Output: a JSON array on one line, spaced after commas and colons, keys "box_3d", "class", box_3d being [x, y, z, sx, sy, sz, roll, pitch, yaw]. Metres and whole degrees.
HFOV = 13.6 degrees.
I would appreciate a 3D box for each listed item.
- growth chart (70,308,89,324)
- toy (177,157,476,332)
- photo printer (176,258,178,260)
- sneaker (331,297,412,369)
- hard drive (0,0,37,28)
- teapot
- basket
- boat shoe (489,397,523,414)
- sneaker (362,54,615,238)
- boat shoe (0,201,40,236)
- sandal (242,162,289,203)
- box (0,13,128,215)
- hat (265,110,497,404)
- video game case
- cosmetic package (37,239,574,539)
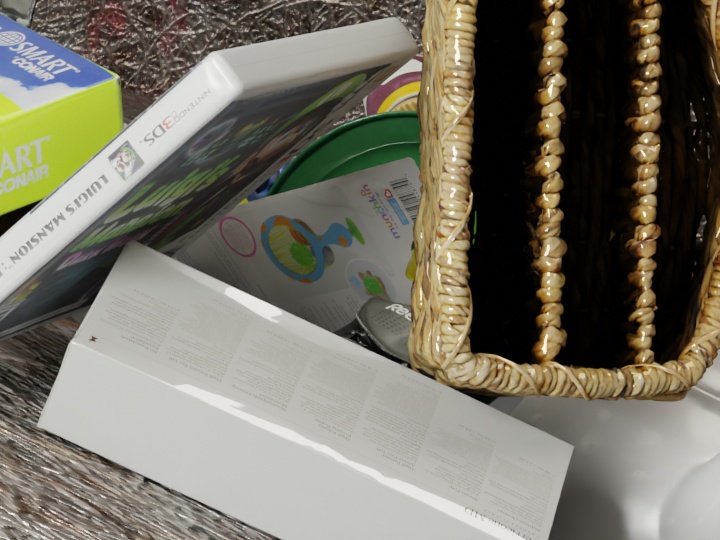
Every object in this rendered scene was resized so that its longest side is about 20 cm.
[{"box_3d": [-0.080, 0.034, 1.406, 0.145, 0.018, 0.200, 42, 10, 16], "class": "growth chart"}, {"box_3d": [0.000, 0.000, 1.443, 0.200, 0.047, 0.115, -10, -62, 53], "class": "toy"}, {"box_3d": [-0.151, -0.034, 1.593, 0.166, 0.070, 0.200, 27, 6, 14], "class": "photo printer"}, {"box_3d": [-0.005, 0.047, 1.325, 0.066, 0.091, 0.200, 48, 11, 18], "class": "sneaker"}, {"box_3d": [-0.237, -0.096, 1.371, 0.139, 0.038, 0.200, 20, -33, -14], "class": "hard drive"}, {"box_3d": [0.152, 0.092, 1.376, 0.200, 0.146, 0.197, 28, 5, 40], "class": "teapot"}, {"box_3d": [0.096, -0.046, 1.238, 0.142, 0.201, 0.149, 3, -4, -3], "class": "basket"}, {"box_3d": [0.024, 0.058, 1.630, 0.200, 0.069, 0.057, 30, -25, 11], "class": "boat shoe"}, {"box_3d": [0.091, -0.063, 1.617, 0.200, 0.075, 0.090, 27, 26, -25], "class": "sneaker"}, {"box_3d": [-0.201, -0.031, 1.357, 0.063, 0.073, 0.200, 31, 7, 33], "class": "boat shoe"}, {"box_3d": [-0.076, -0.036, 1.785, 0.079, 0.087, 0.200, 24, -19, 3], "class": "sandal"}, {"box_3d": [-0.190, -0.055, 1.215, 0.200, 0.048, 0.122, -23, 35, -33], "class": "box"}, {"box_3d": [0.025, 0.016, 1.480, 0.166, 0.200, 0.176, 38, 16, -7], "class": "hat"}, {"box_3d": [-0.078, -0.034, 1.231, 0.023, 0.182, 0.200, 53, 22, 6], "class": "video game case"}, {"box_3d": [-0.020, 0.067, 1.189, 0.199, 0.051, 0.083, 25, 31, -1], "class": "cosmetic package"}]
